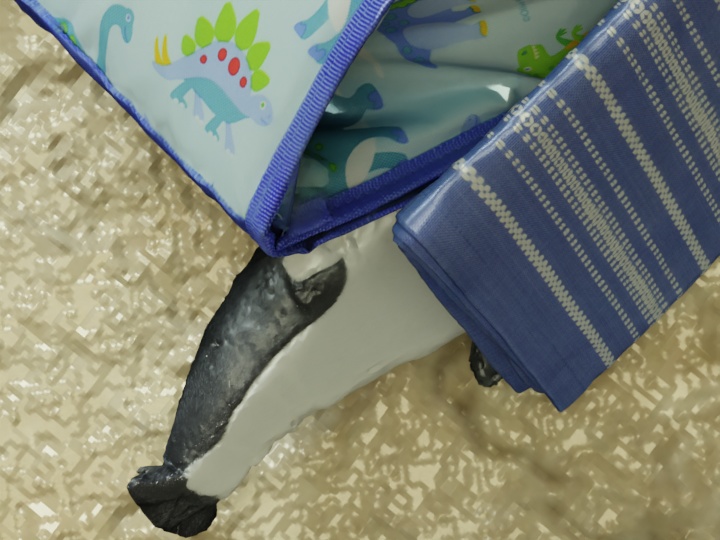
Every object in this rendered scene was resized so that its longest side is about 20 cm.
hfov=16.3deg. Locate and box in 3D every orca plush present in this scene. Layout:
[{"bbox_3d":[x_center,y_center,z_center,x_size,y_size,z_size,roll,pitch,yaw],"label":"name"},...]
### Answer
[{"bbox_3d":[0.000,0.000,0.804,0.105,0.071,0.200,31,100,-39],"label":"orca plush"}]

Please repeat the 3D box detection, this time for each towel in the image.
[{"bbox_3d":[0.100,-0.053,0.747,0.200,0.145,0.024,-45,59,-1],"label":"towel"}]

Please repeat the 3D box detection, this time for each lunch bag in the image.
[{"bbox_3d":[0.001,-0.116,0.737,0.200,0.128,0.170,-41,52,-6],"label":"lunch bag"}]
